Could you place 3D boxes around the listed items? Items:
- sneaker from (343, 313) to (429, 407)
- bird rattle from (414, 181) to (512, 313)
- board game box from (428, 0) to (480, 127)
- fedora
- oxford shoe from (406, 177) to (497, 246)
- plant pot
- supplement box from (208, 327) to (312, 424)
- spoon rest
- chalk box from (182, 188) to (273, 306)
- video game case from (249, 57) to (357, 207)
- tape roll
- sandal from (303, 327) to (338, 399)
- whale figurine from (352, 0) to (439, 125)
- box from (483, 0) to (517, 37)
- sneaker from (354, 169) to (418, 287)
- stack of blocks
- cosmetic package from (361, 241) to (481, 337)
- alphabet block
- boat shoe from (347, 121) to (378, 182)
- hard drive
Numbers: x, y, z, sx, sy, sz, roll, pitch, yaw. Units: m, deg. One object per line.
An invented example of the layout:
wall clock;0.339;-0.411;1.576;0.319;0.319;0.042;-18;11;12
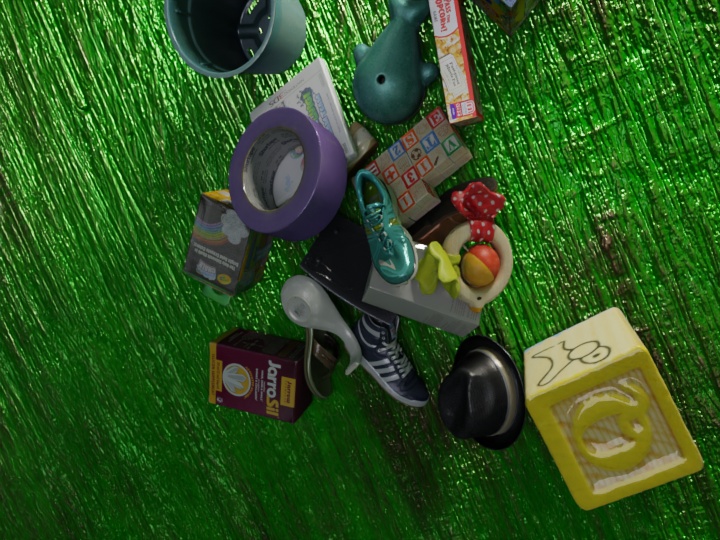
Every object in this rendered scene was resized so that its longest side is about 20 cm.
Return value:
sneaker;0.065;0.158;1.005;0.198;0.070;0.110;39;123;10
bird rattle;0.175;-0.031;0.859;0.163;0.112;0.202;45;72;-17
board game box;0.149;-0.335;0.841;0.045;0.151;0.208;-9;100;18
fedora;0.193;0.219;0.929;0.199;0.089;0.209;27;122;53
oxford shoe;0.159;-0.090;0.946;0.197;0.072;0.071;-33;120;19
plant pot;-0.189;-0.422;0.906;0.192;0.196;0.209;4;103;17
supplement box;-0.200;0.209;1.092;0.192;0.103;0.137;8;103;15
spoon rest;-0.069;0.095;0.990;0.201;0.061;0.099;49;122;1
chalk box;-0.253;-0.037;1.049;0.121;0.124;0.206;23;108;10
video game case;-0.108;-0.246;0.968;0.178;0.023;0.207;-28;70;24
tape roll;-0.123;-0.158;0.904;0.193;0.084;0.209;-5;81;29
sandal;-0.072;0.153;1.050;0.055;0.079;0.210;3;102;21
whale figurine;0.055;-0.349;0.893;0.154;0.104;0.207;20;107;13
box;0.186;-0.473;0.778;0.200;0.192;0.123;43;110;5
sneaker;0.031;-0.068;0.848;0.076;0.080;0.206;-26;63;13
stack of blocks;0.091;-0.162;0.923;0.198;0.058;0.118;-37;66;21
cosmetic package;0.109;0.024;0.919;0.193;0.085;0.111;20;68;-1
alphabet block;0.381;0.208;0.854;0.192;0.200;0.201;-31;92;21
boat shoe;-0.055;-0.185;0.984;0.199;0.074;0.070;-42;84;13
hard drive;0.000;0.000;0.983;0.196;0.043;0.137;31;70;6
